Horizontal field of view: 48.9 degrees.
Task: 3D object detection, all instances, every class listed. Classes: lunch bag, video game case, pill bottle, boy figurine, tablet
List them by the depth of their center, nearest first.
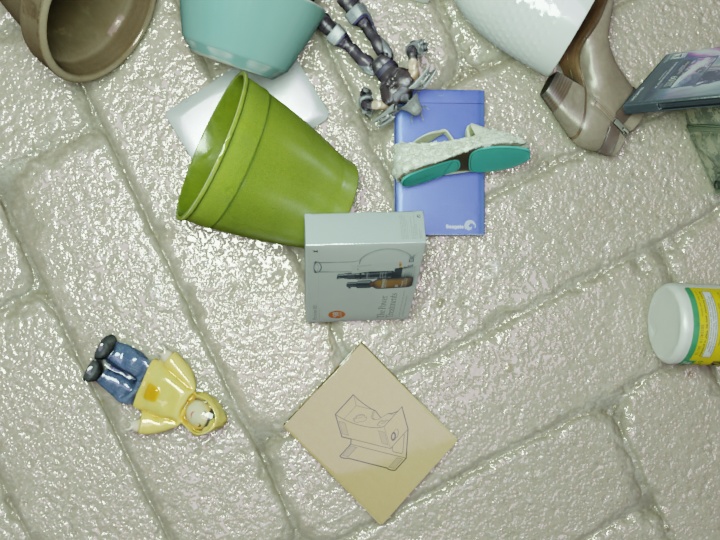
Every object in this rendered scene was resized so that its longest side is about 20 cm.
[{"bbox_3d":[0.470,-0.258,1.053,0.143,0.198,0.019,-45,119,-28],"label":"video game case"},{"bbox_3d":[-0.276,0.171,1.079,0.198,0.064,0.126,31,86,-2],"label":"boy figurine"},{"bbox_3d":[-0.157,-0.217,1.106,0.198,0.014,0.131,-33,94,-3],"label":"tablet"},{"bbox_3d":[0.574,-0.209,1.114,0.196,0.139,0.171,-21,104,-5],"label":"lunch bag"},{"bbox_3d":[0.523,0.078,1.122,0.195,0.113,0.116,2,91,-6],"label":"pill bottle"}]

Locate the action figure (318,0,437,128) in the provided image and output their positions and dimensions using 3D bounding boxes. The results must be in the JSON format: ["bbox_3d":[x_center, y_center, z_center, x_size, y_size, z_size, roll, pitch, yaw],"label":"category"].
[{"bbox_3d":[0.027,-0.286,1.085,0.130,0.069,0.201,-39,84,13],"label":"action figure"}]

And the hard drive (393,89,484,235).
[{"bbox_3d":[0.112,-0.152,1.124,0.129,0.025,0.205,0,91,-5],"label":"hard drive"}]

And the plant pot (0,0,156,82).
[{"bbox_3d":[-0.388,-0.370,1.009,0.173,0.200,0.202,33,88,12],"label":"plant pot"}]

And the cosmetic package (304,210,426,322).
[{"bbox_3d":[0.000,0.000,1.034,0.147,0.201,0.053,0,59,-3],"label":"cosmetic package"}]

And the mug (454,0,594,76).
[{"bbox_3d":[0.220,-0.379,1.045,0.173,0.200,0.149,30,73,3],"label":"mug"}]

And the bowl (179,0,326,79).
[{"bbox_3d":[-0.151,-0.315,1.022,0.197,0.201,0.107,17,101,-5],"label":"bowl"}]

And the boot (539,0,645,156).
[{"bbox_3d":[0.349,-0.271,1.129,0.145,0.070,0.202,32,89,-11],"label":"boot"}]

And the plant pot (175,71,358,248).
[{"bbox_3d":[-0.112,-0.119,1.030,0.190,0.200,0.204,25,89,-22],"label":"plant pot"}]

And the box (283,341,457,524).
[{"bbox_3d":[0.015,0.230,1.125,0.200,0.021,0.164,45,87,-4],"label":"box"}]

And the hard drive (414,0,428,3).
[{"bbox_3d":[0.053,-0.493,1.113,0.129,0.027,0.205,11,91,-5],"label":"hard drive"}]

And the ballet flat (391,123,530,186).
[{"bbox_3d":[0.135,-0.168,1.083,0.196,0.072,0.073,-11,92,-5],"label":"ballet flat"}]
